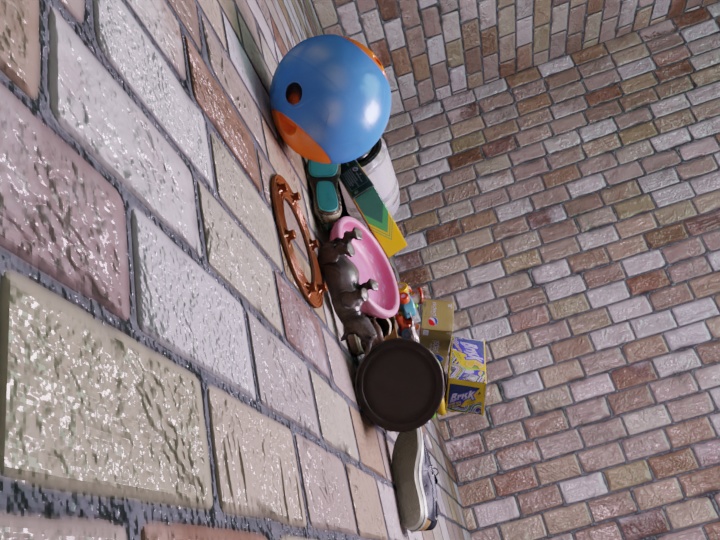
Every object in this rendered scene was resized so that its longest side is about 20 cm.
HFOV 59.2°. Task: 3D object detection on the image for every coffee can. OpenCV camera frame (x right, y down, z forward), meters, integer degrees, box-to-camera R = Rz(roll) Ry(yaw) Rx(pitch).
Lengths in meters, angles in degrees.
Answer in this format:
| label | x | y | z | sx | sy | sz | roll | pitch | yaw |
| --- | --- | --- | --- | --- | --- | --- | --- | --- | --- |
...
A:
| label | x | y | z | sx | sy | sz | roll | pitch | yaw |
| --- | --- | --- | --- | --- | --- | --- | --- | --- | --- |
| coffee can | 0.076 | 0.197 | 1.109 | 0.200 | 0.144 | 0.149 | 44 | 29 | -78 |

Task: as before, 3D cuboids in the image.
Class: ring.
| label | x | y | z | sx | sy | sz | roll | pitch | yaw |
| --- | --- | --- | --- | --- | --- | --- | --- | --- | --- |
| ring | -0.084 | -0.044 | 0.920 | 0.200 | 0.019 | 0.203 | -17 | 91 | -84 |

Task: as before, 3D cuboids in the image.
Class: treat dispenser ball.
| label | x | y | z | sx | sy | sz | roll | pitch | yaw |
| --- | --- | --- | --- | --- | --- | --- | --- | --- | --- |
| treat dispenser ball | -0.048 | -0.277 | 1.031 | 0.201 | 0.198 | 0.204 | -17 | 90 | -84 |

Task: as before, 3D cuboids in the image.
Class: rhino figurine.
| label | x | y | z | sx | sy | sz | roll | pitch | yaw |
| --- | --- | --- | --- | --- | --- | --- | --- | --- | --- |
| rhino figurine | -0.016 | 0.039 | 1.030 | 0.059 | 0.087 | 0.203 | -13 | 86 | -50 |

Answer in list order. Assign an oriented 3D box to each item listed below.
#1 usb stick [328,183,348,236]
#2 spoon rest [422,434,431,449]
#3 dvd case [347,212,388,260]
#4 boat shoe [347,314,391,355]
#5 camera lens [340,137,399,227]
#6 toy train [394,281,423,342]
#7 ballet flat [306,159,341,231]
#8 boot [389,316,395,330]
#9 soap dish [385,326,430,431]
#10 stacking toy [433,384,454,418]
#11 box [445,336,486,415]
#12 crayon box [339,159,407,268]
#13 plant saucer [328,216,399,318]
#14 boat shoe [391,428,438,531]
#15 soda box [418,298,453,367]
| label | x | y | z | sx | sy | sz | roll | pitch | yaw |
| --- | --- | --- | --- | --- | --- | --- | --- | --- | --- |
| usb stick | -0.053 | -0.125 | 1.270 | 0.032 | 0.055 | 0.203 | 0 | 70 | -50 |
| spoon rest | 0.102 | 0.412 | 1.237 | 0.201 | 0.060 | 0.100 | -73 | 146 | -56 |
| dvd case | -0.013 | -0.097 | 1.364 | 0.201 | 0.016 | 0.149 | 50 | 2 | 10 |
| boat shoe | 0.024 | 0.117 | 1.184 | 0.202 | 0.074 | 0.076 | -46 | 119 | -83 |
| camera lens | 0.005 | -0.227 | 1.556 | 0.201 | 0.158 | 0.161 | 66 | 9 | -46 |
| toy train | 0.103 | 0.090 | 1.307 | 0.200 | 0.055 | 0.152 | 142 | -72 | -83 |
| ballet flat | -0.070 | -0.160 | 1.214 | 0.076 | 0.067 | 0.202 | 101 | -14 | -54 |
| boot | 0.015 | 0.038 | 1.353 | 0.201 | 0.071 | 0.156 | 65 | 8 | -52 |
| soap dish | 0.092 | 0.243 | 1.417 | 0.201 | 0.080 | 0.159 | -96 | 168 | -61 |
| stacking toy | 0.140 | 0.257 | 1.232 | 0.085 | 0.197 | 0.087 | -11 | 90 | -80 |
| box | 0.196 | 0.190 | 1.175 | 0.200 | 0.069 | 0.065 | -56 | 152 | -72 |
| crayon box | 0.028 | -0.116 | 1.277 | 0.201 | 0.051 | 0.126 | 58 | 2 | -40 |
| plant saucer | 0.000 | 0.000 | 1.163 | 0.201 | 0.050 | 0.202 | 49 | 26 | -32 |
| boat shoe | 0.102 | 0.373 | 1.148 | 0.062 | 0.074 | 0.202 | 31 | 38 | -34 |
| soda box | 0.153 | 0.140 | 1.316 | 0.201 | 0.063 | 0.069 | 89 | 8 | -58 |
